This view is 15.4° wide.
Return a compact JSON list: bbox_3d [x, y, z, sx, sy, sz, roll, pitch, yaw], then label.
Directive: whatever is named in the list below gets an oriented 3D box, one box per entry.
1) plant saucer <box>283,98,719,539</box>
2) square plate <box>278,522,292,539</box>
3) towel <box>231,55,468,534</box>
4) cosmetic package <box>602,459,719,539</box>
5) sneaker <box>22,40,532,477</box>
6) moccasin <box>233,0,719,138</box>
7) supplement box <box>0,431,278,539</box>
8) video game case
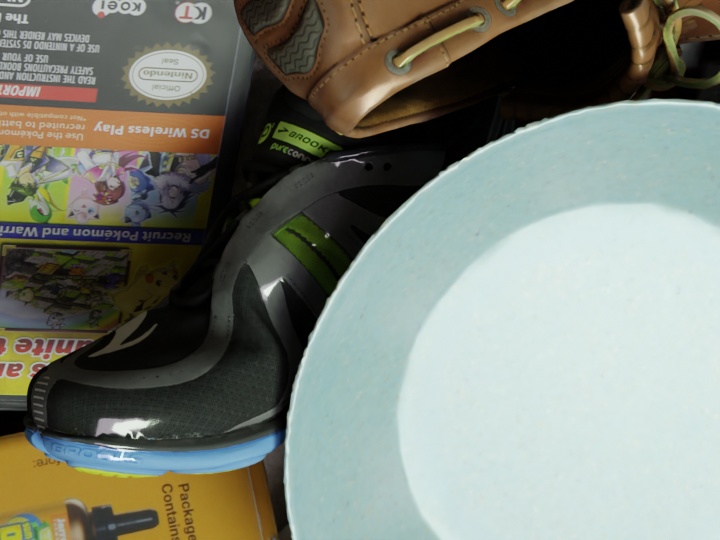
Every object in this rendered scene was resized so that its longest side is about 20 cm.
[{"bbox_3d":[0.073,0.043,0.765,0.200,0.039,0.202,-4,109,-10],"label":"plant saucer"},{"bbox_3d":[0.003,0.140,0.941,0.198,0.028,0.200,19,120,-46],"label":"square plate"},{"bbox_3d":[0.000,0.000,0.869,0.132,0.034,0.201,-14,126,-19],"label":"towel"},{"bbox_3d":[0.098,0.128,0.883,0.105,0.071,0.201,4,122,-14],"label":"cosmetic package"},{"bbox_3d":[-0.024,-0.007,0.768,0.199,0.071,0.083,-36,124,-32],"label":"sneaker"},{"bbox_3d":[0.059,-0.071,0.748,0.201,0.078,0.074,-8,152,-48],"label":"moccasin"},{"bbox_3d":[-0.124,0.092,0.814,0.199,0.067,0.069,-11,161,-2],"label":"supplement box"},{"bbox_3d":[-0.133,-0.041,0.762,0.199,0.026,0.181,2,121,-16],"label":"video game case"}]
